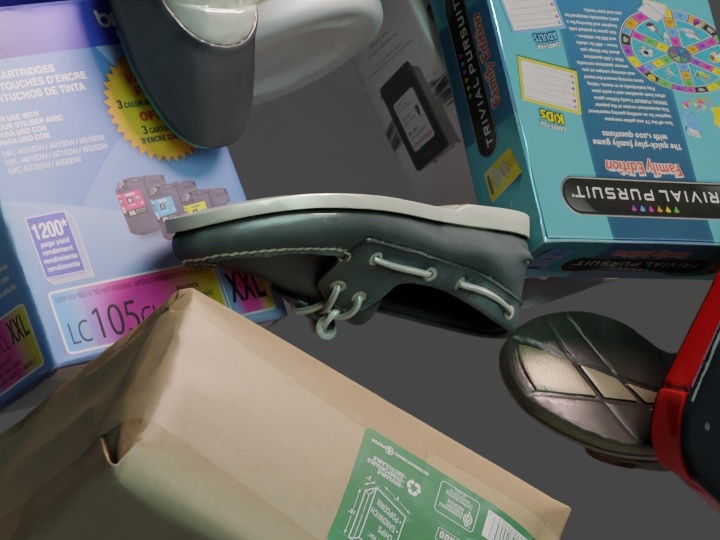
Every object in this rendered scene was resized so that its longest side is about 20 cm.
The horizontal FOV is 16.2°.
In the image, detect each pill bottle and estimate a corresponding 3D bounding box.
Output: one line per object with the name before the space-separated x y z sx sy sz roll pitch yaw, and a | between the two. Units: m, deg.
pill bottle | -0.075 -0.190 1.253 0.111 0.111 0.200 -13 74 -37

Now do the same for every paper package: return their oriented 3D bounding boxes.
paper package | -0.048 0.122 1.054 0.200 0.191 0.104 33 52 -17

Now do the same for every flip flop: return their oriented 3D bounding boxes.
flip flop | 0.142 0.071 1.299 0.200 0.058 0.081 9 51 -47

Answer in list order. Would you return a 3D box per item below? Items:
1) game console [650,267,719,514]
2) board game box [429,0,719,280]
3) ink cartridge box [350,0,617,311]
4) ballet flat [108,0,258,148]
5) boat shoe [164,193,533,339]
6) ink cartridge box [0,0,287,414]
game console | 0.231 0.057 1.293 0.200 0.031 0.177 42 72 -44
board game box | 0.117 -0.096 1.283 0.151 0.047 0.200 1 67 -34
ink cartridge box | 0.076 -0.085 1.326 0.116 0.067 0.200 -17 77 -38
ballet flat | -0.084 -0.156 1.148 0.073 0.073 0.200 -5 70 -35
boat shoe | 0.000 0.000 1.141 0.200 0.073 0.062 3 84 -41
ink cartridge box | -0.134 -0.048 1.152 0.136 0.076 0.200 -13 76 -41
